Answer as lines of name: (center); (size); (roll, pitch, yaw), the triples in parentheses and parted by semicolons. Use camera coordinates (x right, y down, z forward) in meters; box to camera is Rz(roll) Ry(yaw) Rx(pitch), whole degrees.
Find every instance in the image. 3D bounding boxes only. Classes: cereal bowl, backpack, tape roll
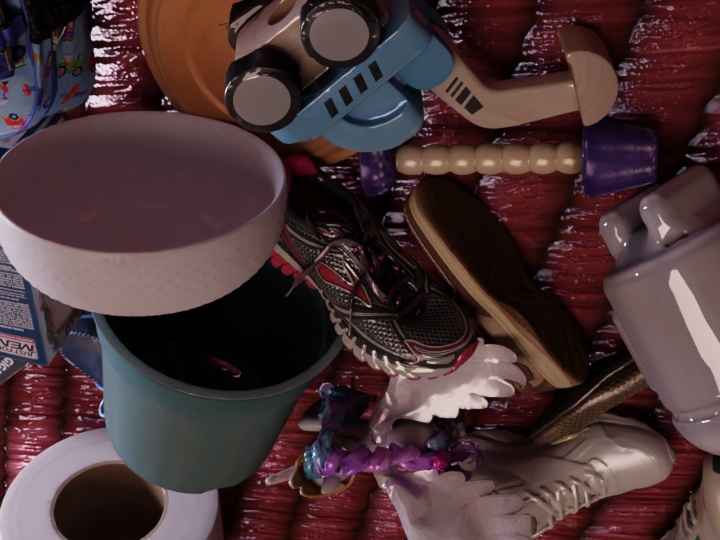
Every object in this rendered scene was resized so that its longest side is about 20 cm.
cereal bowl: (-0.149, -0.030, 0.863); (0.199, 0.200, 0.084); (13, 123, 12)
backpack: (-0.283, -0.179, 0.894); (0.181, 0.135, 0.201); (13, 134, 14)
tape roll: (-0.226, 0.265, 1.185); (0.201, 0.203, 0.140); (12, 131, 13)

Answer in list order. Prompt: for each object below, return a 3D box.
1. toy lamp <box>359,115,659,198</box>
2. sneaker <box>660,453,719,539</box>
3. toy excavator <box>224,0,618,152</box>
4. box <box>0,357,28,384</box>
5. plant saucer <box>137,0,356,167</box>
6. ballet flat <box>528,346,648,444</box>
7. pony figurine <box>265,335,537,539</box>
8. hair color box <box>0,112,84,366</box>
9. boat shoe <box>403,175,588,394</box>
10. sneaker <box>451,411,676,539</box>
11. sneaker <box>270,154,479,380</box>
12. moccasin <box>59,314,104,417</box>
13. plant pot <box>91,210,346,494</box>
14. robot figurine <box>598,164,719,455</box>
toy lamp: (0.101, -0.077, 0.858); (0.199, 0.058, 0.058); (1, 128, 14)
sneaker: (0.274, 0.229, 1.032); (0.093, 0.071, 0.201); (-1, 127, 22)
toy excavator: (0.038, -0.129, 0.811); (0.194, 0.100, 0.200); (-36, 125, 23)
box: (-0.408, 0.059, 1.197); (0.159, 0.046, 0.200); (45, 130, -16)
plant saucer: (-0.066, -0.156, 0.889); (0.199, 0.032, 0.201); (12, 130, 14)
ballet flat: (0.203, 0.082, 0.950); (0.046, 0.067, 0.200); (43, 125, -4)
pony figurine: (0.033, 0.134, 0.972); (0.192, 0.200, 0.168); (-6, 93, 5)
hair color box: (-0.272, -0.032, 1.029); (0.060, 0.100, 0.201); (11, 131, 12)
boat shoe: (0.088, 0.019, 0.943); (0.072, 0.072, 0.200); (-25, 118, 38)
sneaker: (0.156, 0.177, 1.020); (0.199, 0.100, 0.078); (-16, 120, 32)
sneaker: (0.000, 0.000, 0.904); (0.200, 0.081, 0.075); (39, 146, 15)
moccasin: (-0.180, 0.103, 1.121); (0.199, 0.068, 0.081); (23, 133, 4)
plant pot: (-0.120, 0.065, 0.996); (0.199, 0.201, 0.197); (24, 141, 3)
robot figurine: (0.234, 0.035, 0.821); (0.201, 0.113, 0.169); (62, 151, -1)
